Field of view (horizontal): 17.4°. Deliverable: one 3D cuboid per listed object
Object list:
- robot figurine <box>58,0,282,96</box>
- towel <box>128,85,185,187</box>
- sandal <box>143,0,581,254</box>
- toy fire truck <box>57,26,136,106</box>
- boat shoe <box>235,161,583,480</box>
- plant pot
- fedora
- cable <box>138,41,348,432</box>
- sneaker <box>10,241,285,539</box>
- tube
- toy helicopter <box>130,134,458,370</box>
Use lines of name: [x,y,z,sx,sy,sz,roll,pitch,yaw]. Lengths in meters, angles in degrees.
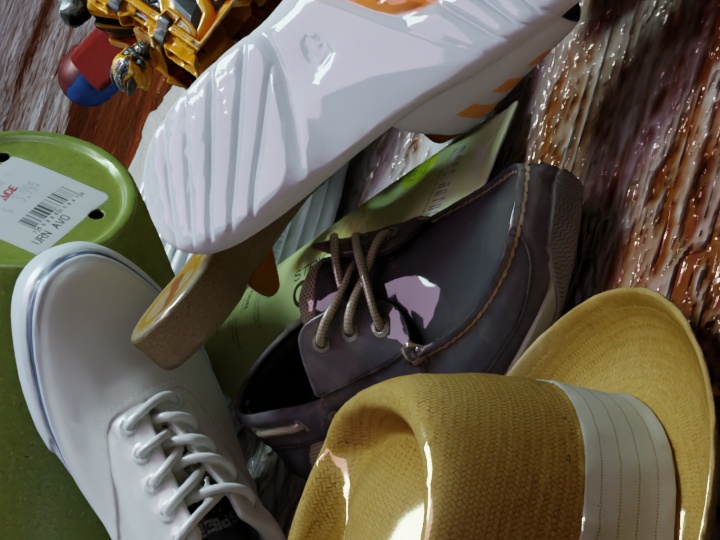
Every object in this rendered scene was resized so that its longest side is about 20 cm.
robot figurine: [-0.047,-0.160,1.071,0.200,0.145,0.058,-49,-22,-17]
towel: [-0.128,-0.033,1.432,0.133,0.034,0.201,-98,32,-60]
sandal: [0.011,-0.077,0.816,0.206,0.059,0.080,-36,65,22]
toy fire truck: [-0.088,-0.156,1.205,0.168,0.112,0.200,-45,9,-15]
boat shoe: [0.011,0.024,0.836,0.200,0.073,0.075,129,156,-48]
plant pot: [-0.138,0.050,0.983,0.188,0.185,0.201,-92,6,-53]
fedora: [0.029,0.084,0.687,0.201,0.081,0.201,-58,19,34]
cable: [-0.066,-0.015,1.150,0.200,0.069,0.201,-50,24,48]
sneaker: [-0.065,0.080,0.884,0.073,0.201,0.071,-31,13,-21]
tube: [0.000,0.000,0.953,0.200,0.052,0.058,-36,66,53]
toy helicopter: [-0.034,-0.034,0.902,0.132,0.079,0.200,-31,19,49]
